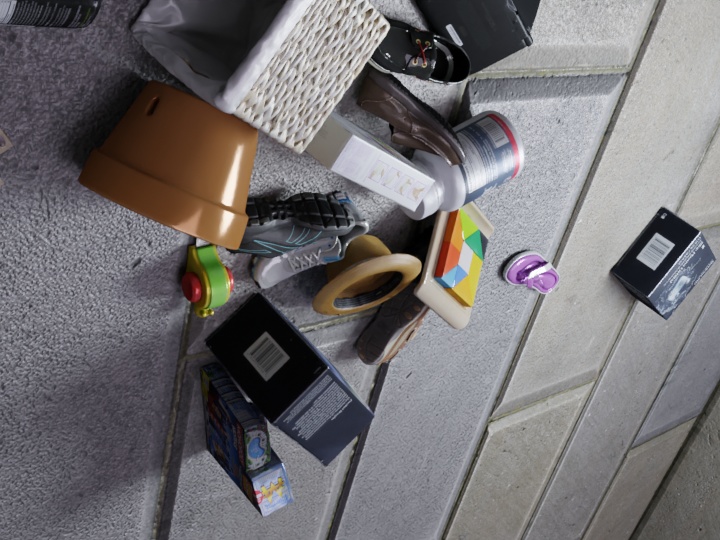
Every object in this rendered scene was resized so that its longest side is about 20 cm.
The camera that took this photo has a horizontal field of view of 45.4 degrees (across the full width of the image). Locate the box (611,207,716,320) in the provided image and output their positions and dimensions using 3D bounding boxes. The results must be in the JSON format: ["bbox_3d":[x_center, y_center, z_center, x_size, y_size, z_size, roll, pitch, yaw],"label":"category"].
[{"bbox_3d":[0.733,-0.013,2.073,0.197,0.117,0.200,-52,144,5],"label":"box"}]

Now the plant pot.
[{"bbox_3d":[-0.206,-0.128,1.001,0.199,0.199,0.141,21,95,-51],"label":"plant pot"}]

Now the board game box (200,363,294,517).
[{"bbox_3d":[-0.178,0.275,1.363,0.061,0.200,0.202,-22,136,-28],"label":"board game box"}]

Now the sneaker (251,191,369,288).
[{"bbox_3d":[-0.072,-0.034,1.292,0.199,0.087,0.075,-39,143,-9],"label":"sneaker"}]

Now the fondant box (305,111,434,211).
[{"bbox_3d":[-0.007,-0.164,1.191,0.199,0.144,0.059,18,109,-50],"label":"fondant box"}]

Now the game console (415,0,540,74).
[{"bbox_3d":[0.181,-0.415,1.262,0.174,0.118,0.200,-24,147,19],"label":"game console"}]

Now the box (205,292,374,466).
[{"bbox_3d":[-0.106,0.170,1.344,0.123,0.200,0.199,-43,143,-6],"label":"box"}]

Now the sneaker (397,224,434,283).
[{"bbox_3d":[0.114,-0.035,1.496,0.199,0.076,0.092,-14,123,-46],"label":"sneaker"}]

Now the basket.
[{"bbox_3d":[-0.108,-0.273,0.960,0.201,0.198,0.160,-54,146,7],"label":"basket"}]

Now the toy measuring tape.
[{"bbox_3d":[-0.207,-0.012,1.191,0.073,0.074,0.202,-14,132,-36],"label":"toy measuring tape"}]

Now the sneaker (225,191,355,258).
[{"bbox_3d":[-0.106,-0.063,1.240,0.198,0.076,0.080,-1,137,-21],"label":"sneaker"}]

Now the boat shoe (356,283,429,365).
[{"bbox_3d":[0.074,0.090,1.560,0.200,0.076,0.072,-48,147,15],"label":"boat shoe"}]

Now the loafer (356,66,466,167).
[{"bbox_3d":[0.072,-0.213,1.257,0.199,0.073,0.071,38,110,-20],"label":"loafer"}]

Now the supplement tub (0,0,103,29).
[{"bbox_3d":[-0.342,-0.285,0.777,0.198,0.122,0.124,-8,128,-39],"label":"supplement tub"}]

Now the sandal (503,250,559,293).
[{"bbox_3d":[0.369,0.009,1.789,0.202,0.050,0.083,14,112,-49],"label":"sandal"}]

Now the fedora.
[{"bbox_3d":[0.000,0.000,1.370,0.198,0.083,0.201,-20,161,-7],"label":"fedora"}]

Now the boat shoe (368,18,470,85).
[{"bbox_3d":[0.079,-0.306,1.206,0.200,0.063,0.075,5,94,-47],"label":"boat shoe"}]

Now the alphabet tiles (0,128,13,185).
[{"bbox_3d":[-0.473,-0.110,0.896,0.199,0.006,0.167,-38,141,-14],"label":"alphabet tiles"}]

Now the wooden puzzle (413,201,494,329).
[{"bbox_3d":[0.170,-0.019,1.474,0.185,0.037,0.202,39,66,-51],"label":"wooden puzzle"}]

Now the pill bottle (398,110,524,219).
[{"bbox_3d":[0.151,-0.163,1.368,0.199,0.120,0.120,-29,139,-22],"label":"pill bottle"}]
